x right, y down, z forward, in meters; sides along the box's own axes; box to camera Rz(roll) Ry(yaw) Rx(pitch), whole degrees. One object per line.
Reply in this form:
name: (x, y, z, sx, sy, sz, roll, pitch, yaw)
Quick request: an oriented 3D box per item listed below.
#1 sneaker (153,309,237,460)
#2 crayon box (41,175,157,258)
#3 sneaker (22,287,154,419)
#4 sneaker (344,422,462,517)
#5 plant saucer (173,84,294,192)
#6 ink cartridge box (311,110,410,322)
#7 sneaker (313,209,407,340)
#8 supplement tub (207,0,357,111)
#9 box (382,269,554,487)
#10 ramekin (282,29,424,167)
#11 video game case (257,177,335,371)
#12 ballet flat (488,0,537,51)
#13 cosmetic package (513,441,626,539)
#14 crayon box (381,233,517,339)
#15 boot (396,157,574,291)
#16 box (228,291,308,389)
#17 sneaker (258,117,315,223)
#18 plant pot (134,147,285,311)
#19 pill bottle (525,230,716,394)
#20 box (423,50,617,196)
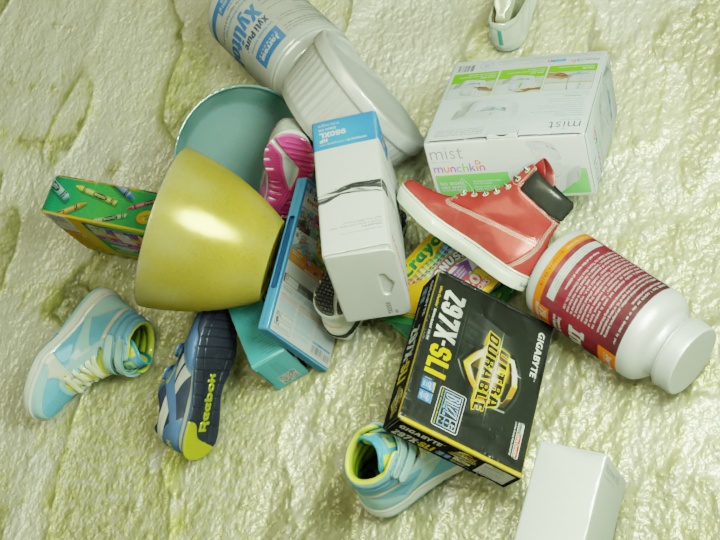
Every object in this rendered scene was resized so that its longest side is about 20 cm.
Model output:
sneaker: (-0.214, 0.133, 1.669, 0.082, 0.074, 0.201, 12, 86, 40)
crayon box: (-0.315, -0.064, 1.786, 0.199, 0.119, 0.059, 11, 71, 26)
sneaker: (-0.352, 0.128, 1.745, 0.130, 0.080, 0.201, 27, 79, 32)
sneaker: (0.067, 0.192, 1.495, 0.200, 0.131, 0.080, -42, 58, -3)
plant saucer: (-0.157, -0.145, 1.747, 0.201, 0.200, 0.036, -55, 25, -9)
ink cartridge box: (0.001, -0.062, 1.560, 0.084, 0.145, 0.201, -11, 54, 7)
sneaker: (0.000, 0.000, 1.662, 0.073, 0.080, 0.201, 19, 57, 21)
supplement tub: (-0.110, -0.319, 1.821, 0.132, 0.132, 0.200, -43, 56, -1)
box: (0.125, 0.120, 1.485, 0.159, 0.049, 0.201, 26, 56, -11)
ramekin: (-0.015, -0.204, 1.695, 0.094, 0.202, 0.203, -40, 57, 14)
video game case: (-0.059, 0.006, 1.638, 0.018, 0.143, 0.201, 1, 66, 33)
ballet flat: (0.210, -0.389, 1.757, 0.069, 0.069, 0.201, 6, 69, 25)
cosmetic package: (0.215, 0.296, 1.405, 0.081, 0.113, 0.201, 11, 73, 27)
crayon box: (0.121, 0.009, 1.610, 0.200, 0.058, 0.119, -48, 58, -4)
boot: (0.148, -0.087, 1.546, 0.199, 0.072, 0.145, 34, 102, 25)
box: (-0.135, 0.048, 1.687, 0.049, 0.082, 0.201, -30, 59, 7)
sneaker: (-0.091, -0.111, 1.702, 0.081, 0.201, 0.089, 12, 39, -3)
plant pot: (-0.173, -0.033, 1.600, 0.141, 0.200, 0.201, 17, 72, 3)
pill bottle: (0.293, 0.049, 1.485, 0.200, 0.113, 0.113, 36, 84, 32)
box: (0.198, -0.177, 1.606, 0.199, 0.097, 0.177, -1, 41, 22)
